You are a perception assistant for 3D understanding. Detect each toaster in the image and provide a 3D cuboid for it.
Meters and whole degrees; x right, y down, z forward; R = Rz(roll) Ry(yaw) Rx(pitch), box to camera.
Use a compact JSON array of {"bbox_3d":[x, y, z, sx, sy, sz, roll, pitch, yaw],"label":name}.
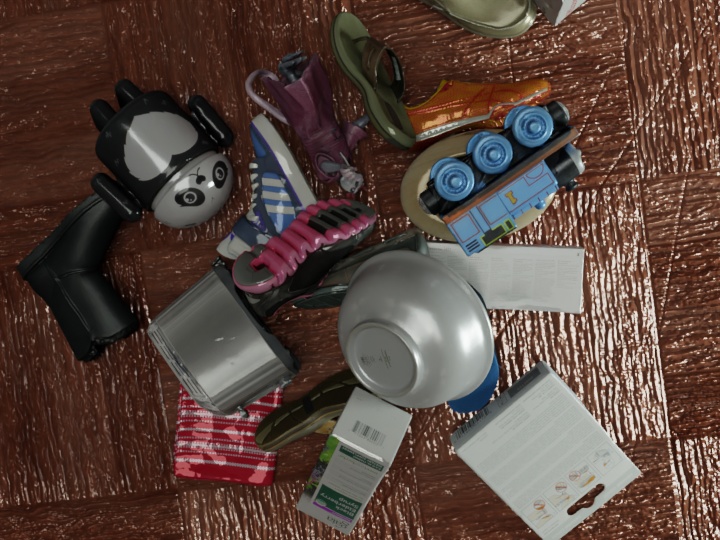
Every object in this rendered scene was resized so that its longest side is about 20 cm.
[{"bbox_3d":[-0.178,0.089,1.102,0.129,0.114,0.200,-37,77,-5],"label":"toaster"}]

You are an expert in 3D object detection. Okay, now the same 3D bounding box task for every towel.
[{"bbox_3d":[-0.179,0.189,1.173,0.144,0.022,0.201,6,95,5],"label":"towel"}]

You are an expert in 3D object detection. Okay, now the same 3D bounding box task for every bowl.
[{"bbox_3d":[0.046,0.084,1.006,0.201,0.090,0.202,15,121,28],"label":"bowl"}]

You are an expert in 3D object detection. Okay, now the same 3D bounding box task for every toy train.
[{"bbox_3d":[0.167,-0.109,1.006,0.200,0.087,0.114,-34,100,6],"label":"toy train"}]

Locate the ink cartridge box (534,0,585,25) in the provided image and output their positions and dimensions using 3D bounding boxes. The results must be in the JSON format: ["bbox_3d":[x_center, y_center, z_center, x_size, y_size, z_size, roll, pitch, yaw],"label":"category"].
[{"bbox_3d":[0.286,-0.393,1.006,0.200,0.146,0.086,-37,88,8],"label":"ink cartridge box"}]

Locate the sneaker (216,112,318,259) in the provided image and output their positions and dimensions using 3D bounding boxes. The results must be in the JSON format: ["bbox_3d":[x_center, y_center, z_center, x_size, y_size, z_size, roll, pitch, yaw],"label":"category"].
[{"bbox_3d":[-0.134,-0.082,1.113,0.146,0.081,0.200,-28,98,2],"label":"sneaker"}]

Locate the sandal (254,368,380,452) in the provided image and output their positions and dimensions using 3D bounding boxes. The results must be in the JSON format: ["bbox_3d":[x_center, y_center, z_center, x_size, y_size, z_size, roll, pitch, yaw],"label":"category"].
[{"bbox_3d":[-0.043,0.187,1.133,0.200,0.080,0.054,-29,116,4],"label":"sandal"}]

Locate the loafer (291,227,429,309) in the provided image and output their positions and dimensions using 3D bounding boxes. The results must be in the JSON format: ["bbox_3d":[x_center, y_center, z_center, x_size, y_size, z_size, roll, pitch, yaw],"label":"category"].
[{"bbox_3d":[0.000,0.000,1.107,0.199,0.072,0.063,-16,70,25],"label":"loafer"}]

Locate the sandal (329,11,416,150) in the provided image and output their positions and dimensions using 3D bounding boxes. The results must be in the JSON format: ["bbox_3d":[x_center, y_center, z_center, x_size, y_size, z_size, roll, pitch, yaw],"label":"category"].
[{"bbox_3d":[0.027,-0.239,1.061,0.057,0.080,0.201,-40,65,34],"label":"sandal"}]

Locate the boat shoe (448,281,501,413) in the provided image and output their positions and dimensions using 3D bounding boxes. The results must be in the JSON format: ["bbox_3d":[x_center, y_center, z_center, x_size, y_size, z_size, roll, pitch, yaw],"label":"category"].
[{"bbox_3d":[0.136,0.092,1.085,0.084,0.069,0.201,-5,128,-8],"label":"boat shoe"}]

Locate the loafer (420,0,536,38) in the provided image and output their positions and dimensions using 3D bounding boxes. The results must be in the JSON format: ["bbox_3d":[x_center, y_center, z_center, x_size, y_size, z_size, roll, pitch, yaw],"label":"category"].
[{"bbox_3d":[0.122,-0.346,1.069,0.199,0.068,0.076,23,97,4],"label":"loafer"}]

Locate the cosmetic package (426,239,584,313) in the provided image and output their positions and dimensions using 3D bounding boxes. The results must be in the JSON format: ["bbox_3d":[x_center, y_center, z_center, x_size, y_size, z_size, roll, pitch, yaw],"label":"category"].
[{"bbox_3d":[0.178,0.006,1.100,0.199,0.051,0.083,3,99,7],"label":"cosmetic package"}]

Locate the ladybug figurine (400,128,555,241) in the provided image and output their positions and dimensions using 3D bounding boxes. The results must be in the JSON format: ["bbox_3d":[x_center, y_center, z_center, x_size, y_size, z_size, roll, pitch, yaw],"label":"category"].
[{"bbox_3d":[0.149,-0.106,1.084,0.199,0.072,0.136,-8,94,7],"label":"ladybug figurine"}]

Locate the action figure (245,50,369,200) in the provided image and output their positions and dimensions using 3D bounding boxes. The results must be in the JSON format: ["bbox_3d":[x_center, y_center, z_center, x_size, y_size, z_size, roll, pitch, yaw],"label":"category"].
[{"bbox_3d":[-0.056,-0.167,1.082,0.149,0.134,0.200,-11,115,33],"label":"action figure"}]

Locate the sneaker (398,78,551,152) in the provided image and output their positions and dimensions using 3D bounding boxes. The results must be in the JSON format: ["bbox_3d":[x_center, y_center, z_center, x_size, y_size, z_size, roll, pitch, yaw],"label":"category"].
[{"bbox_3d":[0.137,-0.210,1.079,0.199,0.073,0.077,-14,83,5],"label":"sneaker"}]

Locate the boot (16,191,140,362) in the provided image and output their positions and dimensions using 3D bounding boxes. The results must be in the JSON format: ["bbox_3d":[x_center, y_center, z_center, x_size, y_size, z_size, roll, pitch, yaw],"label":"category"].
[{"bbox_3d":[-0.340,0.008,1.147,0.200,0.076,0.168,-39,86,15],"label":"boot"}]

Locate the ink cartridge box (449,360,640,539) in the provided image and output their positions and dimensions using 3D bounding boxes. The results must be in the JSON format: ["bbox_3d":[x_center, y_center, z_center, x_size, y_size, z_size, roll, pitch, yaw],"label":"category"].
[{"bbox_3d":[0.240,0.238,1.126,0.160,0.047,0.200,-42,106,8],"label":"ink cartridge box"}]

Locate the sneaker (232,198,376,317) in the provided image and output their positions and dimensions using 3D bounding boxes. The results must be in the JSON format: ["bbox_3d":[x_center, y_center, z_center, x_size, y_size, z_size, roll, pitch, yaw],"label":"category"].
[{"bbox_3d":[-0.063,-0.013,1.063,0.200,0.096,0.079,-32,47,-20],"label":"sneaker"}]

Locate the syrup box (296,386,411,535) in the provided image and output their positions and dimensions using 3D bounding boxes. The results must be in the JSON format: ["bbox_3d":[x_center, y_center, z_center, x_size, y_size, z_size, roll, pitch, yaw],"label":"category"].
[{"bbox_3d":[-0.011,0.241,1.076,0.079,0.082,0.200,27,136,4],"label":"syrup box"}]

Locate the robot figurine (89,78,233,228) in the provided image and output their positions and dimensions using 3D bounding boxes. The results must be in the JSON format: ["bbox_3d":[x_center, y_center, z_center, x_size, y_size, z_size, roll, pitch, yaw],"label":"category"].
[{"bbox_3d":[-0.253,-0.146,1.100,0.200,0.125,0.150,47,114,1],"label":"robot figurine"}]
